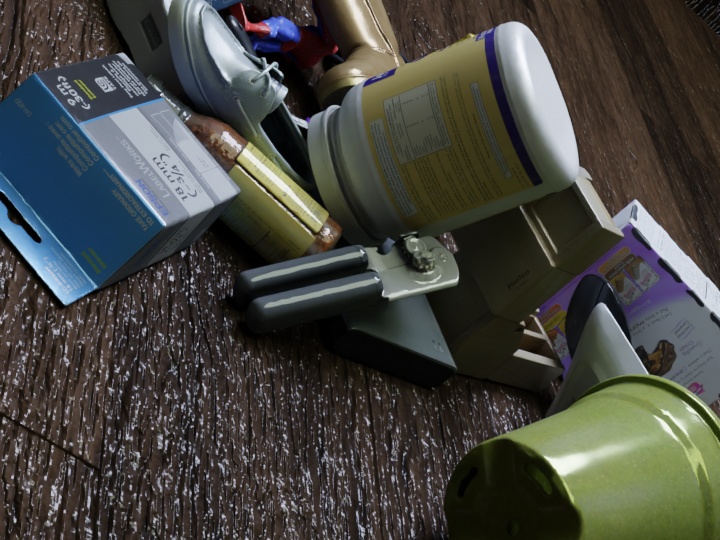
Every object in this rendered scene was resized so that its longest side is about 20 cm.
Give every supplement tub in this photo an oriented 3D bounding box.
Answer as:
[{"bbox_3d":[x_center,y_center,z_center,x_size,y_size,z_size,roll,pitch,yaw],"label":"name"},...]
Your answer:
[{"bbox_3d":[0.070,-0.108,1.282,0.146,0.198,0.147,55,24,-39],"label":"supplement tub"}]

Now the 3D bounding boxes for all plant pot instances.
[{"bbox_3d":[0.169,0.187,1.176,0.183,0.201,0.202,0,52,-46],"label":"plant pot"}]

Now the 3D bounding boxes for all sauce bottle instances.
[{"bbox_3d":[-0.105,-0.077,1.223,0.200,0.066,0.066,44,24,-8],"label":"sauce bottle"}]

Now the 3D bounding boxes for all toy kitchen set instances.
[{"bbox_3d":[0.154,-0.022,1.414,0.180,0.200,0.164,17,39,-50],"label":"toy kitchen set"}]

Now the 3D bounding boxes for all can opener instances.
[{"bbox_3d":[-0.008,0.014,1.206,0.198,0.067,0.053,-11,55,-32],"label":"can opener"}]

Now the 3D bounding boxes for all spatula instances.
[{"bbox_3d":[-0.071,-0.149,1.361,0.201,0.020,0.057,55,15,-38],"label":"spatula"}]

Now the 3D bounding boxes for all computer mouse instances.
[{"bbox_3d":[0.244,0.107,1.428,0.140,0.046,0.203,11,-63,66],"label":"computer mouse"}]

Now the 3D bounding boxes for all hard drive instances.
[{"bbox_3d":[0.000,0.000,1.327,0.139,0.033,0.201,23,34,-43],"label":"hard drive"}]

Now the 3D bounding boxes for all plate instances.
[{"bbox_3d":[0.221,0.162,1.324,0.032,0.201,0.201,-15,58,-19],"label":"plate"}]

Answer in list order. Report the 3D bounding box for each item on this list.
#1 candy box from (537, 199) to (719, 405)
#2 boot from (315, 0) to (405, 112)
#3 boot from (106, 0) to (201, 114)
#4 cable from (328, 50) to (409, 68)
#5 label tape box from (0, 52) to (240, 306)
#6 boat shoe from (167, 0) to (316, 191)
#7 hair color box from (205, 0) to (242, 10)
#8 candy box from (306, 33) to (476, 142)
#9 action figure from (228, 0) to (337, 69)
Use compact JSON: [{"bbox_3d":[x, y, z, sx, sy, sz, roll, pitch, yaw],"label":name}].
[{"bbox_3d":[0.281,0.061,1.543,0.200,0.167,0.072,46,26,-7],"label":"candy box"},{"bbox_3d":[-0.022,-0.245,1.488,0.175,0.066,0.202,3,63,-64],"label":"boot"},{"bbox_3d":[-0.158,-0.206,1.336,0.095,0.073,0.202,25,41,-53],"label":"boot"},{"bbox_3d":[0.034,-0.211,1.674,0.199,0.051,0.164,11,43,-53],"label":"cable"},{"bbox_3d":[-0.186,-0.071,1.081,0.145,0.063,0.200,49,24,2],"label":"label tape box"},{"bbox_3d":[-0.090,-0.143,1.249,0.070,0.071,0.202,-70,144,-45],"label":"boat shoe"},{"bbox_3d":[-0.100,-0.314,1.431,0.198,0.061,0.100,-27,52,-24],"label":"hair color box"},{"bbox_3d":[0.052,-0.159,1.447,0.102,0.199,0.027,3,61,-57],"label":"candy box"},{"bbox_3d":[-0.088,-0.254,1.511,0.199,0.065,0.100,2,60,-58],"label":"action figure"}]
